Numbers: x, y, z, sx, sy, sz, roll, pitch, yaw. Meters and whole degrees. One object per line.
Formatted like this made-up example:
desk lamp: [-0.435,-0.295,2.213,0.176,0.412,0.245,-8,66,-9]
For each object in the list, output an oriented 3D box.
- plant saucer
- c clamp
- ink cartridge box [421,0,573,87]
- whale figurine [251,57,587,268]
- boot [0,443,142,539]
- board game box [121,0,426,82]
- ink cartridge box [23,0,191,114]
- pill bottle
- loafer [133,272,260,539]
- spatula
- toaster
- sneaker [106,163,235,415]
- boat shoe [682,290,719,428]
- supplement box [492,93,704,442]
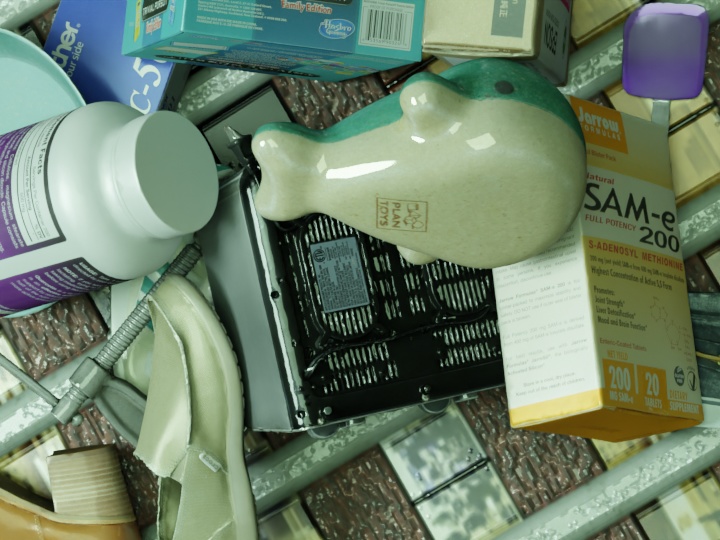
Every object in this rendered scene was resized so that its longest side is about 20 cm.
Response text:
plant saucer: [-0.245,-0.069,1.771,0.199,0.036,0.201,7,105,27]
c clamp: [-0.121,0.039,1.714,0.200,0.027,0.171,-46,102,-6]
ink cartridge box: [0.095,-0.207,1.657,0.075,0.200,0.166,5,90,10]
whale figurine: [0.035,-0.072,1.568,0.199,0.159,0.104,0,52,2]
boot: [-0.244,0.206,1.772,0.199,0.074,0.156,-8,91,13]
board game box: [-0.059,-0.157,1.660,0.150,0.200,0.047,6,89,-16]
ink cartridge box: [-0.148,-0.190,1.779,0.094,0.044,0.201,20,92,12]
pill bottle: [-0.188,-0.040,1.651,0.199,0.112,0.113,-15,85,36]
loafer: [-0.112,0.102,1.677,0.068,0.076,0.201,-15,103,-18]
spatula: [0.195,-0.075,1.725,0.056,0.021,0.201,4,89,9]
toaster: [0.000,0.000,1.670,0.180,0.119,0.201,-12,87,-24]
sneaker: [-0.116,0.021,1.753,0.093,0.070,0.201,-5,85,16]
boat shoe: [0.290,0.061,1.677,0.199,0.071,0.091,5,93,12]
supplement box: [0.146,0.001,1.654,0.073,0.126,0.201,-16,74,35]
